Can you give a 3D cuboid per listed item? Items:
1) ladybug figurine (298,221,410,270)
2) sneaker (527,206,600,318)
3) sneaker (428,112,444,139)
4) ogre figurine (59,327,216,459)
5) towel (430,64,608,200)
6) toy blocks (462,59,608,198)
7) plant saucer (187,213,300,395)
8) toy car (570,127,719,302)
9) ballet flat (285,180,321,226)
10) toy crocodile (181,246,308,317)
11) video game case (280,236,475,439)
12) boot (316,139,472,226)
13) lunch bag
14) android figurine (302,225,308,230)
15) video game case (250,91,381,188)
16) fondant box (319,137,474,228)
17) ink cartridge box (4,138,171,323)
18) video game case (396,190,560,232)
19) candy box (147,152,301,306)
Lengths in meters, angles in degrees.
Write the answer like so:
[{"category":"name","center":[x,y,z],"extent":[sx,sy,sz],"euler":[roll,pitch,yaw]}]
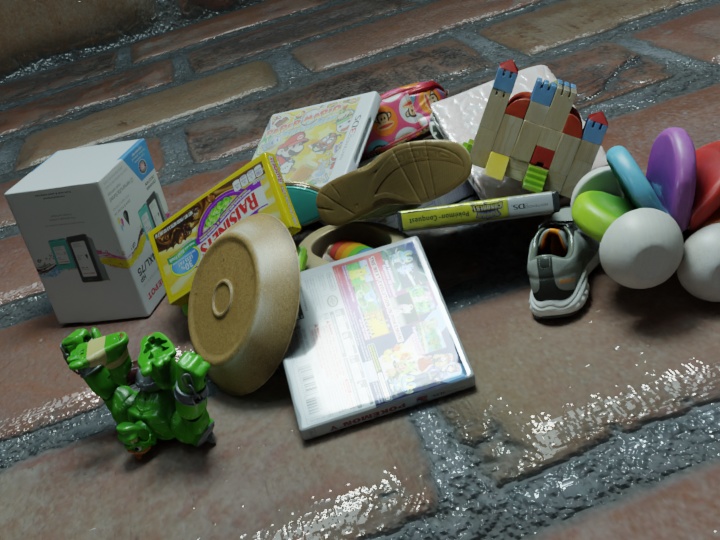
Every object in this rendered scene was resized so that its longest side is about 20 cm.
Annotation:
[{"category":"ladybug figurine","center":[0.000,0.000,1.141],"extent":[0.135,0.073,0.200],"euler":[-26,28,-21]},{"category":"sneaker","center":[0.228,-0.027,1.062],"extent":[0.073,0.080,0.200],"euler":[-7,27,22]},{"category":"sneaker","center":[0.183,-0.207,1.415],"extent":[0.198,0.082,0.083],"euler":[1,3,-28]},{"category":"ogre figurine","center":[-0.217,0.123,0.976],"extent":[0.198,0.121,0.098],"euler":[-7,32,20]},{"category":"towel","center":[0.219,-0.182,1.307],"extent":[0.189,0.032,0.201],"euler":[-21,62,-9]},{"category":"toy blocks","center":[0.227,-0.180,1.192],"extent":[0.198,0.138,0.100],"euler":[20,24,3]},{"category":"plant saucer","center":[-0.138,0.033,1.035],"extent":[0.035,0.202,0.200],"euler":[13,5,-39]},{"category":"toy car","center":[0.321,-0.070,0.974],"extent":[0.198,0.151,0.175],"euler":[9,27,-8]},{"category":"ballet flat","center":[-0.136,-0.090,1.323],"extent":[0.198,0.069,0.063],"euler":[-8,19,8]},{"category":"toy crocodile","center":[-0.139,0.017,1.148],"extent":[0.199,0.062,0.068],"euler":[-22,41,40]},{"category":"video game case","center":[0.004,0.064,0.994],"extent":[0.180,0.023,0.201],"euler":[-17,49,-2]},{"category":"boot","center":[0.062,-0.109,1.164],"extent":[0.199,0.073,0.155],"euler":[-21,-2,26]},{"category":"lunch bag","center":[0.048,-0.226,1.493],"extent":[0.198,0.083,0.176],"euler":[-20,1,16]},{"category":"android figurine","center":[-0.172,-0.076,1.420],"extent":[0.199,0.041,0.182],"euler":[16,41,43]},{"category":"video game case","center":[-0.078,-0.176,1.393],"extent":[0.198,0.023,0.183],"euler":[-7,49,34]},{"category":"fondant box","center":[0.041,-0.116,1.357],"extent":[0.199,0.059,0.144],"euler":[-26,28,-16]},{"category":"ink cartridge box","center":[-0.353,-0.052,1.295],"extent":[0.145,0.202,0.147],"euler":[-5,28,17]},{"category":"video game case","center":[0.139,-0.068,1.141],"extent":[0.179,0.026,0.200],"euler":[-7,1,6]},{"category":"candy box","center":[-0.166,-0.047,1.133],"extent":[0.199,0.103,0.026],"euler":[-31,-18,24]}]
